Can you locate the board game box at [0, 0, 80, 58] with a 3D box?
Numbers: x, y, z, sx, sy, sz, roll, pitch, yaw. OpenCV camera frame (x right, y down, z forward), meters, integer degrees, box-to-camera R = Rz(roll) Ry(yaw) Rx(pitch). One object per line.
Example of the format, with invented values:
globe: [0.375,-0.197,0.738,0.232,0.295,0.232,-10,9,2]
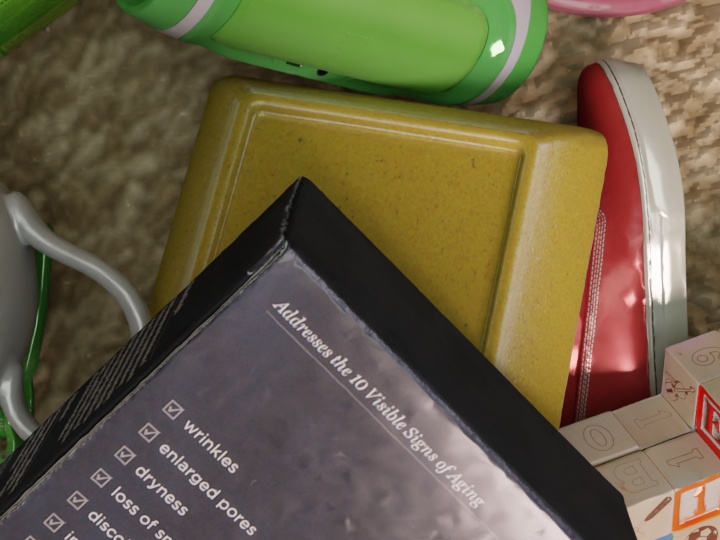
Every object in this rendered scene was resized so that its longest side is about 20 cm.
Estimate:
board game box: [-0.166,-0.147,0.784,0.200,0.102,0.048,-36,90,-2]

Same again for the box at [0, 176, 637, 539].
box: [-0.026,0.108,0.638,0.197,0.124,0.200,-42,100,12]

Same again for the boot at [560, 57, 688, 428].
boot: [0.085,-0.002,0.813,0.144,0.072,0.201,-4,93,-1]

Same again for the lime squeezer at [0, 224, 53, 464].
lime squeezer: [-0.193,0.076,0.822,0.071,0.038,0.200,37,89,29]

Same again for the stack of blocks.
stack of blocks: [0.168,0.090,0.772,0.200,0.059,0.115,-18,130,-15]

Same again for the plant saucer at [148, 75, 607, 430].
plant saucer: [0.000,0.000,0.746,0.199,0.048,0.200,9,68,10]

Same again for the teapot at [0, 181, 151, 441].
teapot: [-0.224,0.043,0.726,0.197,0.200,0.146,-12,85,-41]

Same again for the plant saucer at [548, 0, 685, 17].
plant saucer: [0.127,-0.230,0.824,0.200,0.051,0.201,0,89,-3]

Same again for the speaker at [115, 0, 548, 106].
speaker: [-0.011,-0.132,0.760,0.200,0.088,0.089,10,89,-35]
